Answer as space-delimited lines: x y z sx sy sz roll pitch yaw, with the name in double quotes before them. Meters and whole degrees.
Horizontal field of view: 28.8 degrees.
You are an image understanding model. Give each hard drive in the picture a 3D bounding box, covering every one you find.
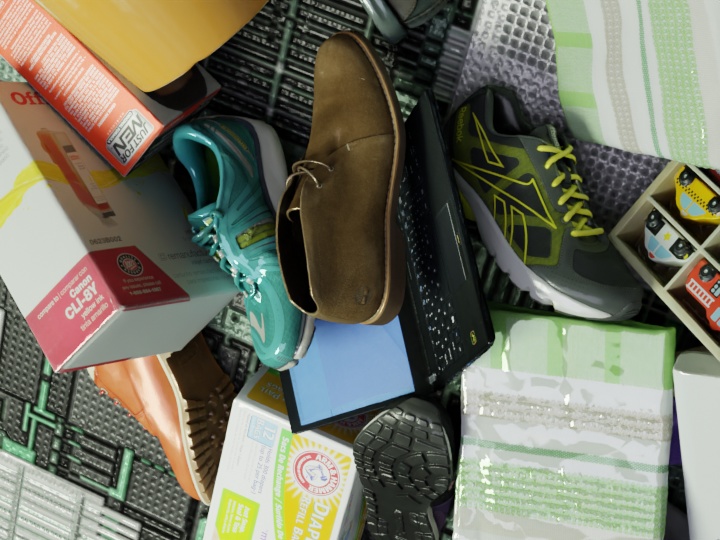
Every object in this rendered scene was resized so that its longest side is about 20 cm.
"hard drive" 0.277 0.148 0.915 0.130 0.026 0.202 6 125 29

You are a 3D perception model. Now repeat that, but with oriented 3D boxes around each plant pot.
"plant pot" -0.156 -0.230 0.940 0.199 0.201 0.184 -27 112 29

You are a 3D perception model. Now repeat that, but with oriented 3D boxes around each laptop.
"laptop" 0.000 0.000 0.978 0.200 0.102 0.180 127 132 -68

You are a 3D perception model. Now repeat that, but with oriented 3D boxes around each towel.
"towel" 0.138 0.126 0.957 0.147 0.031 0.203 7 105 19
"towel" 0.175 -0.137 0.859 0.199 0.030 0.151 22 128 60

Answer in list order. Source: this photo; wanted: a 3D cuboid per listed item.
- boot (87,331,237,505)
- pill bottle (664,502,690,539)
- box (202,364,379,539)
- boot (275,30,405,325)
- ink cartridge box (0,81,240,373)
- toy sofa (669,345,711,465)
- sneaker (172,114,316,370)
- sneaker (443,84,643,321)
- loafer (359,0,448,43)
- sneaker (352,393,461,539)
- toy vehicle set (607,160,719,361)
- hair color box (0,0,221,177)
"boot" -0.166 0.102 1.159 0.106 0.075 0.203 -13 99 29
"pill bottle" 0.186 0.276 1.066 0.113 0.114 0.202 15 117 15
"box" -0.052 0.178 1.125 0.111 0.101 0.202 20 119 12
"boot" -0.017 -0.065 0.935 0.073 0.075 0.203 -16 75 53
"ink cartridge box" -0.200 -0.038 1.029 0.083 0.145 0.201 -42 73 28
"toy sofa" 0.187 0.112 1.003 0.198 0.098 0.084 -15 106 26
"sneaker" -0.088 -0.020 1.014 0.077 0.079 0.202 -39 62 42
"sneaker" 0.119 -0.048 0.941 0.200 0.074 0.085 46 122 27
"loafer" -0.006 -0.253 0.945 0.062 0.072 0.201 -29 107 9
"sneaker" 0.043 0.131 1.045 0.075 0.088 0.201 21 147 12
"toy vehicle set" 0.250 -0.008 0.870 0.026 0.201 0.125 26 109 -39
"hair color box" -0.207 -0.172 1.032 0.200 0.102 0.061 45 121 -3
